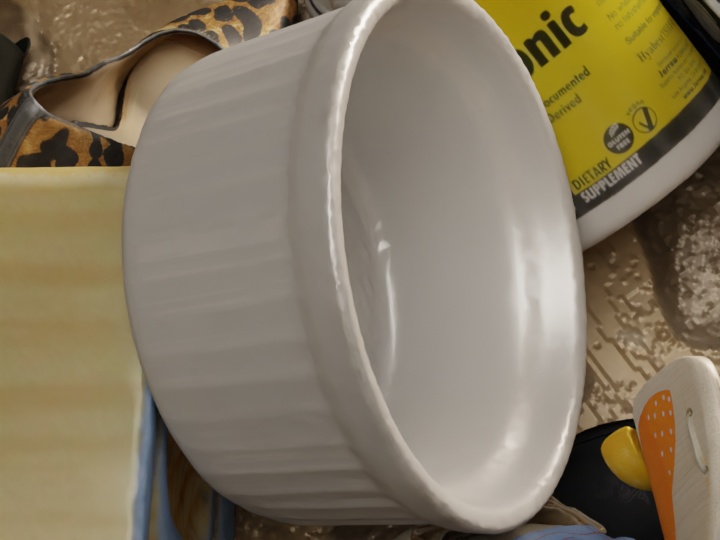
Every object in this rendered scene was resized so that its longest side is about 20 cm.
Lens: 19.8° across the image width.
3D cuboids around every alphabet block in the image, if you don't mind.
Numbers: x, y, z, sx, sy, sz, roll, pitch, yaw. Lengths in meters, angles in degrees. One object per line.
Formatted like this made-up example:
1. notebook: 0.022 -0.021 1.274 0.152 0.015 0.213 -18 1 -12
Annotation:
1. alphabet block: -0.161 0.081 0.809 0.200 0.195 0.197 -1 68 6

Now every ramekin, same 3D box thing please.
1. ramekin: 0.000 0.000 0.758 0.098 0.200 0.201 -9 67 29

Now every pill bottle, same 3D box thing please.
1. pill bottle: 0.056 -0.111 0.862 0.111 0.111 0.200 -40 97 -9

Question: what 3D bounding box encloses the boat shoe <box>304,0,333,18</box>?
1. boat shoe: 0.066 -0.164 0.940 0.200 0.070 0.071 -19 69 -2

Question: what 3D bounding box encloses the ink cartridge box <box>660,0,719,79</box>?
1. ink cartridge box: 0.180 -0.085 0.883 0.039 0.099 0.200 -37 69 -2

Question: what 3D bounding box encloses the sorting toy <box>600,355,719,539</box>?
1. sorting toy: 0.173 0.136 0.733 0.200 0.107 0.180 8 66 -33

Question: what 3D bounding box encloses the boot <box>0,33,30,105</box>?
1. boot: -0.244 -0.075 0.904 0.077 0.200 0.138 -19 55 46

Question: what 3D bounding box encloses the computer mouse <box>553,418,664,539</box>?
1. computer mouse: 0.177 0.061 0.858 0.200 0.046 0.141 1 71 6

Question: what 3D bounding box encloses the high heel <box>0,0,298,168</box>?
1. high heel: -0.084 -0.081 0.878 0.071 0.143 0.200 39 66 9

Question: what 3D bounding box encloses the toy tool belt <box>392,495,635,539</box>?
1. toy tool belt: 0.055 0.150 0.749 0.123 0.200 0.125 -12 95 32
